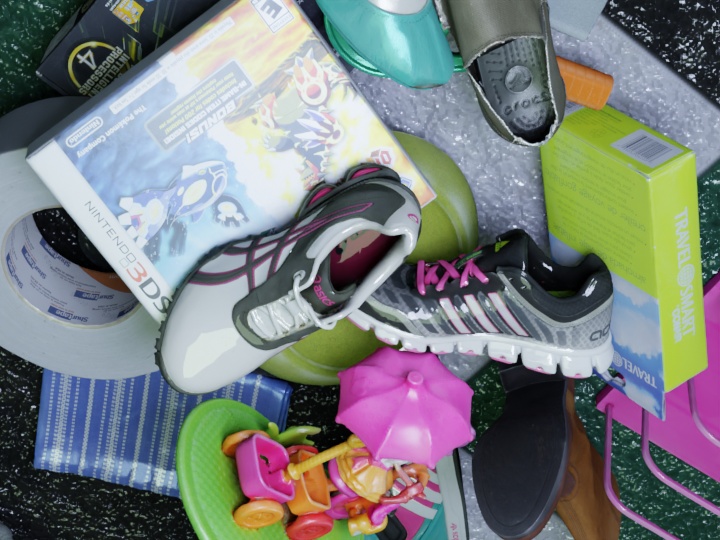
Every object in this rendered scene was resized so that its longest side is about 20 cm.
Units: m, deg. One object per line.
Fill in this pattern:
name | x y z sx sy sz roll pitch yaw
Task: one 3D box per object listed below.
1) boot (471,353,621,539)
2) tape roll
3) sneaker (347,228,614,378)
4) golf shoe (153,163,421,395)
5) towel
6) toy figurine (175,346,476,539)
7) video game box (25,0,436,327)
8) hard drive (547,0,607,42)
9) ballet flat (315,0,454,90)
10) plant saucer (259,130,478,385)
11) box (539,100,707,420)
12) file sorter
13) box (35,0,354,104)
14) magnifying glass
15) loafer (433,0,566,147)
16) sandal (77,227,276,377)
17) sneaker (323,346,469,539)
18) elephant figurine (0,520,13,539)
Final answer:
boot | 0.140 0.164 1.304 0.068 0.189 0.200 -14 131 14
tape roll | -0.191 -0.020 1.266 0.200 0.066 0.201 6 128 8
sneaker | 0.080 0.009 1.215 0.199 0.074 0.088 11 119 -1
golf shoe | -0.048 0.011 1.127 0.200 0.088 0.077 -39 110 7
towel | -0.160 0.125 1.442 0.199 0.024 0.145 13 125 0
toy figurine | 0.006 0.128 1.250 0.184 0.150 0.200 -29 146 28
video game box | -0.083 -0.063 1.169 0.200 0.047 0.182 -37 109 4
hard drive | 0.083 -0.243 1.138 0.200 0.033 0.140 22 125 -7
ballet flat | -0.008 -0.197 1.094 0.200 0.067 0.070 50 140 12
plant saucer | 0.000 0.000 1.263 0.199 0.031 0.200 -13 123 -21
box | 0.179 -0.009 1.236 0.048 0.122 0.200 -27 128 -23
file sorter | 0.282 0.102 1.294 0.139 0.126 0.200 31 124 -13
box | -0.098 -0.158 1.217 0.161 0.049 0.200 36 123 -20
magnifying glass | 0.071 -0.147 1.174 0.200 0.022 0.080 19 113 -13
loafer | 0.086 -0.162 1.118 0.075 0.070 0.200 -24 115 4
sandal | -0.113 0.004 1.342 0.200 0.048 0.075 35 125 0
sneaker | 0.016 0.144 1.397 0.120 0.084 0.200 -8 125 3
elephant figurine | -0.258 0.316 1.547 0.200 0.156 0.142 22 169 6
